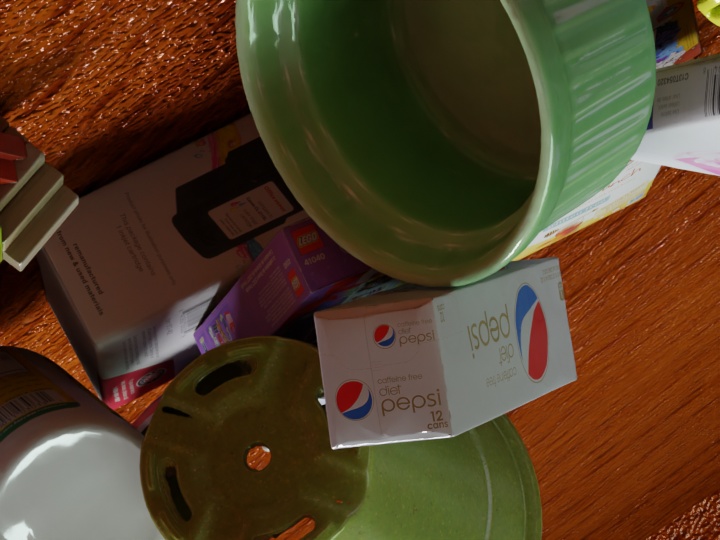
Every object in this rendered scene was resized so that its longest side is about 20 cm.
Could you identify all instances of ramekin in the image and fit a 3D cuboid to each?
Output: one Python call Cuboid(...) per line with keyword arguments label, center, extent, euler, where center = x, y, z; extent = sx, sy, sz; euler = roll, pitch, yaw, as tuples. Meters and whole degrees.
Cuboid(label="ramekin", center=(0.044, -0.102, 1.418), extent=(0.098, 0.200, 0.200), euler=(-27, 167, -40))

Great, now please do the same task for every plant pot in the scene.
Cuboid(label="plant pot", center=(-0.026, 0.114, 1.551), extent=(0.200, 0.200, 0.190), euler=(-32, 156, 7))

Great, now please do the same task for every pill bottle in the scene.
Cuboid(label="pill bottle", center=(-0.189, 0.106, 1.659), extent=(0.113, 0.113, 0.200), euler=(-25, -156, -18))

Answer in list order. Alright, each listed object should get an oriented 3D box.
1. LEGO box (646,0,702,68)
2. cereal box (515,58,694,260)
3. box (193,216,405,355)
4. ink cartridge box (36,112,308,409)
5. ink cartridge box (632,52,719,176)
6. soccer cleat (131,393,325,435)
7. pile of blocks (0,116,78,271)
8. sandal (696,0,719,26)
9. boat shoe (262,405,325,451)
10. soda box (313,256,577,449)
Cuboid(label="LEGO box", center=(0.098, -0.138, 1.614), extent=(0.149, 0.077, 0.200), euler=(-30, 165, 3))
Cuboid(label="cereal box", center=(0.142, -0.071, 1.988), extent=(0.144, 0.040, 0.200), euler=(-26, 165, -14))
Cuboid(label="box", center=(0.000, 0.000, 1.580), extent=(0.137, 0.039, 0.200), euler=(-22, 171, -22))
Cuboid(label="ink cartridge box", center=(-0.074, -0.016, 1.679), extent=(0.200, 0.083, 0.146), euler=(-27, 165, -10))
Cuboid(label="ink cartridge box", center=(0.247, -0.076, 1.587), extent=(0.199, 0.043, 0.196), euler=(9, 171, -26))
Cuboid(label="soccer cleat", center=(-0.052, 0.059, 1.715), extent=(0.200, 0.068, 0.073), euler=(-35, -163, -7))
Cuboid(label="pile of blocks", center=(-0.228, -0.010, 1.415), extent=(0.200, 0.082, 0.062), euler=(-26, 165, -13))
Cuboid(label="sandal", center=(0.151, -0.187, 1.370), extent=(0.080, 0.200, 0.087), euler=(-53, -158, -5))
Cuboid(label="boat shoe", center=(-0.048, 0.077, 1.842), extent=(0.073, 0.068, 0.199), euler=(19, 156, -37))
Cuboid(label="soda box", center=(0.045, 0.038, 1.476), extent=(0.063, 0.068, 0.200), euler=(-7, -177, 21))
